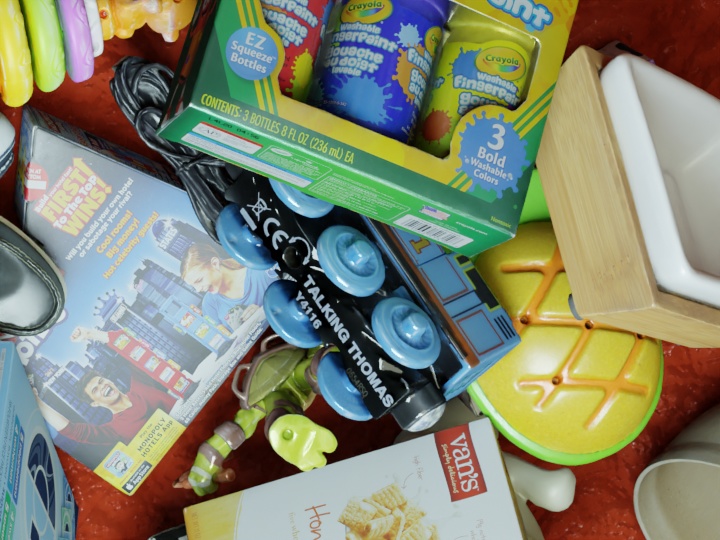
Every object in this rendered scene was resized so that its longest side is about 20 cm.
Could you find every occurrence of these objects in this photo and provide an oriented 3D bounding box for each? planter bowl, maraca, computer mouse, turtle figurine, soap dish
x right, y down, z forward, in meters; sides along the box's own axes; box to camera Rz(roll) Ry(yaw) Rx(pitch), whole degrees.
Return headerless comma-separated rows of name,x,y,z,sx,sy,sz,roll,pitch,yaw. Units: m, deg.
planter bowl,0.304,0.153,1.541,0.135,0.200,0.201,-48,116,-27
maraca,0.111,0.023,1.402,0.137,0.107,0.201,-28,89,-25
computer mouse,-0.049,-0.119,1.405,0.200,0.053,0.139,-39,98,-15
turtle figurine,-0.038,0.067,1.426,0.200,0.161,0.065,-39,103,-12
soap dish,0.178,-0.034,1.344,0.081,0.200,0.159,-23,71,26

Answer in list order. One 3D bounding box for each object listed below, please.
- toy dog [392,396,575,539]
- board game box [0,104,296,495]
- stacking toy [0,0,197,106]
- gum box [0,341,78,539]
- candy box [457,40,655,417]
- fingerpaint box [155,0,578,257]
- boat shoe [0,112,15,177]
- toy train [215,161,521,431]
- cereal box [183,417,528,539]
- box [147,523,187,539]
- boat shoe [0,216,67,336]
toy dog,0.061,0.185,1.460,0.192,0.200,0.141,-13,109,-12
board game box,-0.161,0.002,1.415,0.200,0.062,0.200,39,93,-22
stacking toy,-0.191,-0.143,1.329,0.198,0.110,0.117,-13,87,-11
gum box,-0.214,0.167,1.348,0.044,0.171,0.201,-1,145,5
candy box,0.121,-0.028,1.482,0.199,0.072,0.169,-27,112,-7
fingerpaint box,0.009,-0.123,1.264,0.199,0.073,0.168,22,73,-16
boat shoe,-0.267,-0.005,1.384,0.200,0.071,0.091,-41,115,6
toy train,0.000,0.000,1.330,0.087,0.114,0.201,-43,77,39
cereal box,0.002,0.181,1.351,0.198,0.145,0.040,-18,145,4
box,-0.070,0.280,1.437,0.086,0.200,0.165,-12,133,-56
boat shoe,-0.257,-0.014,1.307,0.199,0.068,0.072,33,103,-23
